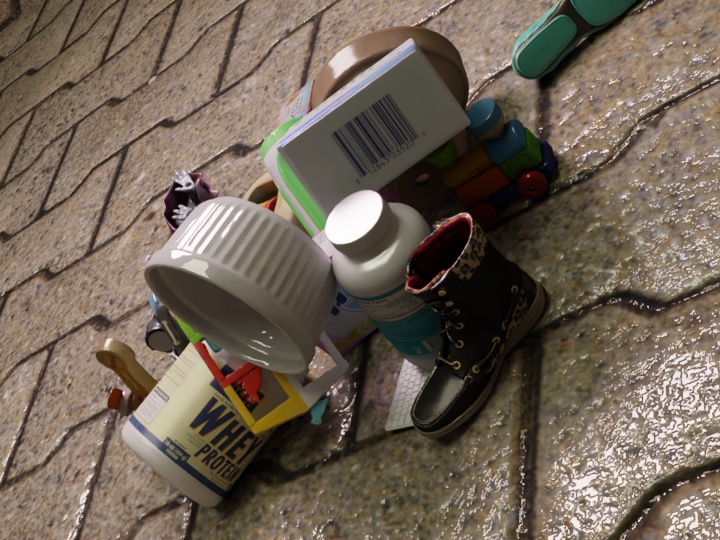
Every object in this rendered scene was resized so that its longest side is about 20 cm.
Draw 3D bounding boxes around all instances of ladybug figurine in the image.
[{"bbox_3d":[-0.110,-0.067,1.902,0.200,0.072,0.137,-9,65,61],"label":"ladybug figurine"}]

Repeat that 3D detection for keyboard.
[{"bbox_3d":[0.072,0.089,1.545,0.056,0.011,0.201,-22,38,40],"label":"keyboard"}]

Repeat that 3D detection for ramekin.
[{"bbox_3d":[-0.118,0.011,1.488,0.200,0.200,0.105,-1,53,54],"label":"ramekin"}]

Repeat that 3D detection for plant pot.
[{"bbox_3d":[0.056,-0.169,1.735,0.200,0.200,0.175,-36,49,20],"label":"plant pot"}]

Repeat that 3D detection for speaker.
[{"bbox_3d":[-0.039,-0.089,1.724,0.088,0.088,0.200,-40,74,13],"label":"speaker"}]

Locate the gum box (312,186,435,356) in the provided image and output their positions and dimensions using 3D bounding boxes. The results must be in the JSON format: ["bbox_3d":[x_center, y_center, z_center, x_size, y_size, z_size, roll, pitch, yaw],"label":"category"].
[{"bbox_3d":[0.000,0.000,1.629,0.200,0.113,0.066,-39,29,25],"label":"gum box"}]

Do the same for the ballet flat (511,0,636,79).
[{"bbox_3d":[0.262,-0.313,1.724,0.200,0.067,0.070,-40,15,11],"label":"ballet flat"}]

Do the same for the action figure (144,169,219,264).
[{"bbox_3d":[-0.206,-0.040,1.933,0.148,0.201,0.134,15,51,24],"label":"action figure"}]

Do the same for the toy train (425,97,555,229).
[{"bbox_3d":[0.113,-0.107,1.618,0.199,0.116,0.085,-32,32,27],"label":"toy train"}]

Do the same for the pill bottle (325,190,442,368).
[{"bbox_3d":[0.044,0.005,1.473,0.110,0.200,0.111,-22,42,21],"label":"pill bottle"}]

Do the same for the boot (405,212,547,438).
[{"bbox_3d":[0.091,0.054,1.408,0.200,0.151,0.073,-50,40,-9],"label":"boot"}]

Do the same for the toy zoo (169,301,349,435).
[{"bbox_3d":[-0.104,0.090,1.577,0.131,0.201,0.020,-34,-9,-9],"label":"toy zoo"}]

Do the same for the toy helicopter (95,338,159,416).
[{"bbox_3d":[-0.269,0.148,1.745,0.131,0.200,0.079,-1,51,32],"label":"toy helicopter"}]

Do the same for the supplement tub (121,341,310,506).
[{"bbox_3d":[-0.166,0.157,1.649,0.200,0.145,0.145,-52,29,-6],"label":"supplement tub"}]

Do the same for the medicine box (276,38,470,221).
[{"bbox_3d":[0.014,-0.157,1.541,0.182,0.103,0.200,-36,9,7],"label":"medicine box"}]

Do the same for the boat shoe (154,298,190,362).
[{"bbox_3d":[-0.208,0.087,1.752,0.062,0.201,0.073,-4,55,3],"label":"boat shoe"}]

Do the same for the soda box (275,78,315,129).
[{"bbox_3d":[-0.069,-0.187,1.885,0.063,0.068,0.200,-38,18,16],"label":"soda box"}]

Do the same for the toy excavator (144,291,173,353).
[{"bbox_3d":[-0.169,0.029,1.842,0.100,0.193,0.201,-85,17,-49],"label":"toy excavator"}]
